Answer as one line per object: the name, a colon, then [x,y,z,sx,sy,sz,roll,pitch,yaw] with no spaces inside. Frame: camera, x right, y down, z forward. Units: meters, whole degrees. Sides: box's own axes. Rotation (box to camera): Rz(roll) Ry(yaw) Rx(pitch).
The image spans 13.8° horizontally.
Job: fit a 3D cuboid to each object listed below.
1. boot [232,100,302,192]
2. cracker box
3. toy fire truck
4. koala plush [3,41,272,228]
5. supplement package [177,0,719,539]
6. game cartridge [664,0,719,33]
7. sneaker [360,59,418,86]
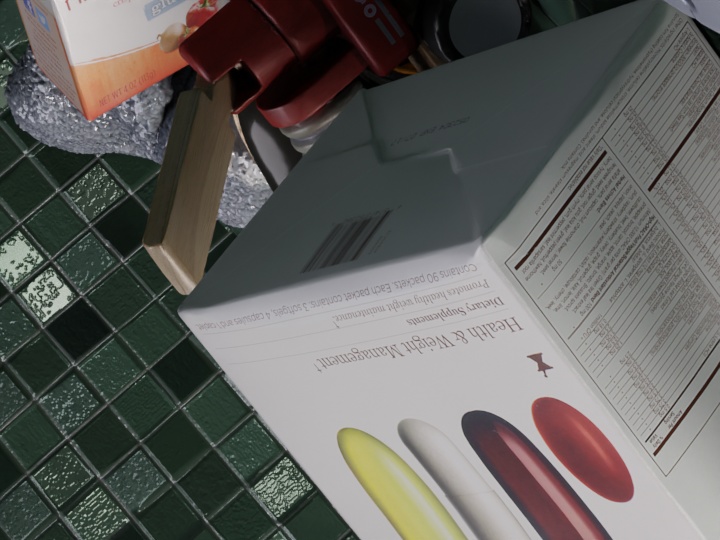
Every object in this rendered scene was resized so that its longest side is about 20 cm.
boot: [0.000,0.000,1.392,0.200,0.077,0.138,47,-151,-5]
cracker box: [-0.101,-0.182,1.342,0.058,0.134,0.201,44,159,40]
toy fire truck: [-0.010,-0.059,1.306,0.176,0.200,0.129,52,174,-25]
koala plush: [-0.091,-0.099,1.779,0.200,0.184,0.177,46,176,19]
supplement package: [0.078,0.031,1.150,0.191,0.147,0.200,-13,121,51]
game cartridge: [0.065,-0.153,0.948,0.200,0.042,0.133,45,177,43]
sneaker: [0.034,-0.086,1.461,0.200,0.078,0.077,44,156,-21]
